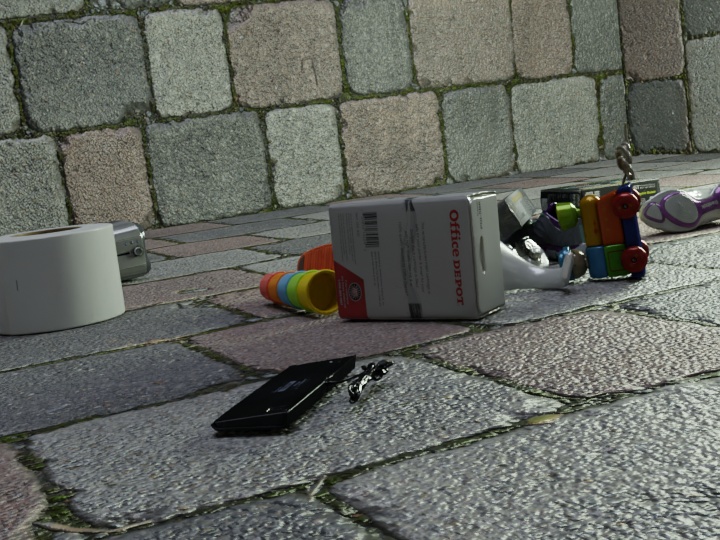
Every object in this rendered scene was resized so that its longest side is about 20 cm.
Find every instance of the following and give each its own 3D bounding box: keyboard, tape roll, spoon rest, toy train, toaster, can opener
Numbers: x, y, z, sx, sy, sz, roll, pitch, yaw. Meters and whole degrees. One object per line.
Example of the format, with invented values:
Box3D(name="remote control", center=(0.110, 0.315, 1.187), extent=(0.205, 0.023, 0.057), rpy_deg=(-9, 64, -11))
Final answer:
Box3D(name="keyboard", center=(-0.042, 0.108, 0.981), extent=(0.126, 0.021, 0.200), rpy_deg=(-11, 7, 18))
Box3D(name="tape roll", center=(-0.468, 0.009, 1.664), extent=(0.202, 0.140, 0.203), rpy_deg=(-6, 7, 1))
Box3D(name="spoon rest", center=(0.184, -0.005, 1.434), extent=(0.199, 0.100, 0.061), rpy_deg=(8, -20, 27))
Box3D(name="toy train", center=(0.309, -0.085, 1.440), extent=(0.115, 0.201, 0.085), rpy_deg=(-9, 6, 17))
Box3D(name="toaster", center=(-0.504, -0.032, 2.113), extent=(0.129, 0.114, 0.200), rpy_deg=(-15, 13, -36))
Box3D(name="can opener", center=(0.198, -0.004, 1.546), extent=(0.200, 0.053, 0.066), rpy_deg=(-13, -25, -49))

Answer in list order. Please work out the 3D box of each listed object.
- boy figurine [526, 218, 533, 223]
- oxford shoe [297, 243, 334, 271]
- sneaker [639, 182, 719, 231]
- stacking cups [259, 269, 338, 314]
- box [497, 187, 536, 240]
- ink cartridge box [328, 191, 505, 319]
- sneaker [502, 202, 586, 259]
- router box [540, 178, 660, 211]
Box3D(name="boy figurine", center=(0.368, -0.075, 1.827), extent=(0.199, 0.065, 0.124), rpy_deg=(-11, 5, -4))
Box3D(name="oxford shoe", center=(0.000, 0.000, 1.643), extent=(0.199, 0.072, 0.073), rpy_deg=(2, -9, 26))
Box3D(name="sneaker", center=(0.561, -0.099, 1.873), extent=(0.199, 0.075, 0.100), rpy_deg=(-9, -11, -17))
Box3D(name="stacking cups", center=(-0.092, 0.026, 1.507), extent=(0.060, 0.061, 0.200), rpy_deg=(-11, 7, -28))
Box3D(name="box", center=(0.178, -0.055, 1.643), extent=(0.158, 0.048, 0.200), rpy_deg=(-35, -1, 18))
Box3D(name="ink cartridge box", center=(0.070, -0.018, 1.343), extent=(0.199, 0.148, 0.083), rpy_deg=(-1, 7, 32))
Box3D(name="sneaker", center=(0.287, -0.063, 1.710), extent=(0.074, 0.088, 0.199), rpy_deg=(-13, 10, -42))
Box3D(name="router box", center=(0.497, -0.150, 2.265), extent=(0.199, 0.062, 0.150), rpy_deg=(-10, 7, -22))
